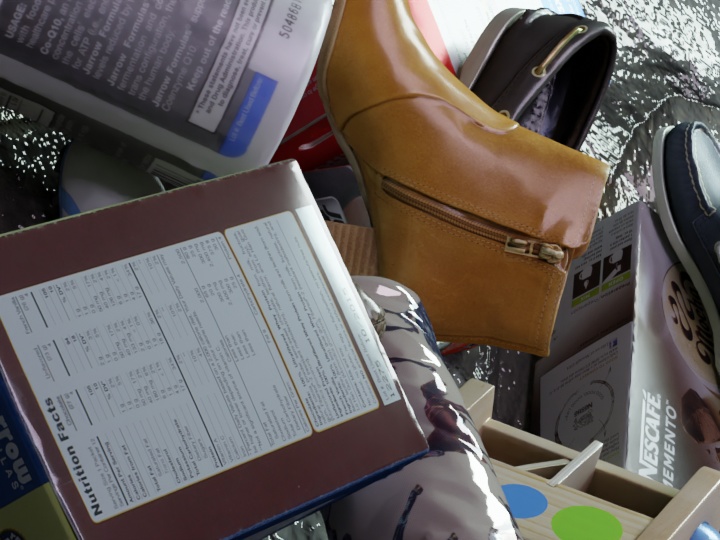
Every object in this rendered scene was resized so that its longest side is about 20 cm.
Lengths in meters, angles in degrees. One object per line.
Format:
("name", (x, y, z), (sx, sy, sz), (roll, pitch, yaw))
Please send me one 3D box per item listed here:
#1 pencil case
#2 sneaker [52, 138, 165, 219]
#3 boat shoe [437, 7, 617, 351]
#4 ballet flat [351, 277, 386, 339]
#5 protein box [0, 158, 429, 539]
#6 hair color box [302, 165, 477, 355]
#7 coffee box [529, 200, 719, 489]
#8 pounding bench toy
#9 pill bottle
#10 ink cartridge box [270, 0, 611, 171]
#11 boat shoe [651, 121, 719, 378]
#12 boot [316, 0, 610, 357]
("pencil case", (0.013, 0.093, 1.091), (0.089, 0.078, 0.201), (-15, 50, -8))
("sneaker", (-0.083, 0.021, 1.189), (0.072, 0.072, 0.201), (-11, 74, -49))
("boat shoe", (0.066, -0.045, 1.259), (0.072, 0.060, 0.202), (45, 62, -43))
("ballet flat", (-0.067, 0.017, 1.115), (0.046, 0.199, 0.068), (-22, 108, -47))
("protein box", (-0.122, 0.072, 1.007), (0.200, 0.198, 0.136), (-18, 80, -51))
("hair color box", (0.000, 0.000, 1.301), (0.199, 0.061, 0.102), (-13, 76, -51))
("coffee box", (0.159, 0.079, 1.411), (0.113, 0.080, 0.201), (36, 43, -28))
("pounding bench toy", (0.067, 0.167, 1.159), (0.200, 0.155, 0.125), (-37, 139, -51))
("pill bottle", (-0.124, -0.118, 1.163), (0.199, 0.114, 0.114), (25, 46, -9))
("ink cartridge box", (0.025, -0.103, 1.351), (0.199, 0.116, 0.068), (-5, 71, -50))
("boat shoe", (0.218, 0.001, 1.413), (0.075, 0.062, 0.201), (11, 56, -44))
("boot", (0.048, -0.066, 1.201), (0.071, 0.143, 0.203), (46, 53, -86))
